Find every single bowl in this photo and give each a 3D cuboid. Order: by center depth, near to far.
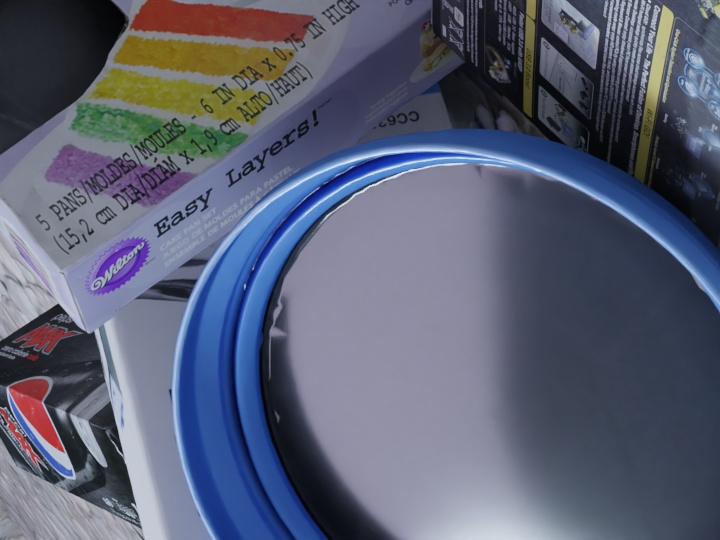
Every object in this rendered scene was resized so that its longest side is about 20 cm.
[{"bbox_3d":[0.038,0.050,0.615,0.200,0.039,0.201,10,115,21],"label":"bowl"}]

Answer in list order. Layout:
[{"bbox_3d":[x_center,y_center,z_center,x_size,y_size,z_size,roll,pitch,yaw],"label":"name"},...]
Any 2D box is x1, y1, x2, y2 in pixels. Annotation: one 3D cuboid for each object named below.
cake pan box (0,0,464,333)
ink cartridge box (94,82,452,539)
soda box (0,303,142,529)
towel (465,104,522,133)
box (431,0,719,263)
[{"bbox_3d":[-0.080,-0.100,0.697,0.184,0.200,0.052,48,165,25],"label":"cake pan box"},{"bbox_3d":[-0.027,0.010,0.748,0.086,0.146,0.201,110,145,-69],"label":"ink cartridge box"},{"bbox_3d":[-0.118,0.067,0.936,0.200,0.071,0.064,9,129,60],"label":"soda box"},{"bbox_3d":[0.057,0.039,0.810,0.200,0.024,0.147,103,155,-67],"label":"towel"},{"bbox_3d":[0.086,-0.086,0.549,0.161,0.049,0.200,47,162,23],"label":"box"}]
